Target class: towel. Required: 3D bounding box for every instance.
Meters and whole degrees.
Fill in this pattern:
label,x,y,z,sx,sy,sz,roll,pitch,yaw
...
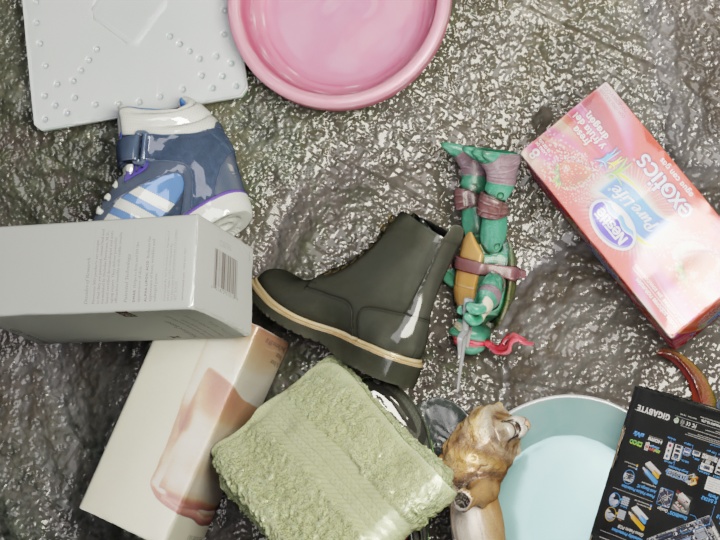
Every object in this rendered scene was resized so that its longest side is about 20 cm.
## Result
label,x,y,z,sx,sy,sz,roll,pitch,yaw
towel,-0.026,0.162,1.614,0.148,0.037,0.200,-42,47,-4

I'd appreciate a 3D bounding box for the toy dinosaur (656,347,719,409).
label,x,y,z,sx,sy,sz,roll,pitch,yaw
toy dinosaur,0.304,0.189,1.659,0.200,0.105,0.183,29,97,45

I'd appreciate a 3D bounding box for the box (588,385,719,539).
label,x,y,z,sx,sy,sz,roll,pitch,yaw
box,0.271,0.209,1.578,0.199,0.049,0.200,15,90,47

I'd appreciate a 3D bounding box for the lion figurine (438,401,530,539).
label,x,y,z,sx,sy,sz,roll,pitch,yaw
lion figurine,0.099,0.213,1.651,0.072,0.122,0.202,0,97,26

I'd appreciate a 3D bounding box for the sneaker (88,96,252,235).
label,x,y,z,sx,sy,sz,roll,pitch,yaw
sneaker,-0.201,-0.068,1.783,0.199,0.081,0.147,-28,71,7

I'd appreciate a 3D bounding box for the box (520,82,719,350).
label,x,y,z,sx,sy,sz,roll,pitch,yaw
box,0.232,-0.043,1.681,0.094,0.103,0.200,-39,78,3

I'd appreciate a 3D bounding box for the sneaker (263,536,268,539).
label,x,y,z,sx,sy,sz,roll,pitch,yaw
sneaker,-0.071,0.258,1.640,0.073,0.080,0.201,18,64,15

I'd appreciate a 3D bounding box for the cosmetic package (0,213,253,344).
label,x,y,z,sx,sy,sz,roll,pitch,yaw
cosmetic package,-0.199,0.009,1.655,0.198,0.113,0.082,-5,74,23

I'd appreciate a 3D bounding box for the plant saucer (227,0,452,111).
label,x,y,z,sx,sy,sz,roll,pitch,yaw
plant saucer,-0.016,-0.235,1.785,0.199,0.051,0.202,-2,80,10

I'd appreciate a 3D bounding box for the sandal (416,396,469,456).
label,x,y,z,sx,sy,sz,roll,pitch,yaw
sandal,0.030,0.199,1.707,0.075,0.048,0.202,23,86,14

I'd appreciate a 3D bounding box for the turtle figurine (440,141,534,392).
label,x,y,z,sx,sy,sz,roll,pitch,yaw
turtle figurine,0.088,-0.004,1.707,0.149,0.100,0.202,13,96,54

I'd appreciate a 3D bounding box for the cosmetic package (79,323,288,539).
label,x,y,z,sx,sy,sz,roll,pitch,yaw
cosmetic package,-0.147,0.130,1.725,0.087,0.103,0.201,23,87,15

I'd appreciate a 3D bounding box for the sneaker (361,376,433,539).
label,x,y,z,sx,sy,sz,roll,pitch,yaw
sneaker,0.025,0.179,1.650,0.076,0.084,0.202,-8,69,2

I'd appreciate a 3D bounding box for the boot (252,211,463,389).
label,x,y,z,sx,sy,sz,roll,pitch,yaw
boot,0.000,0.000,1.698,0.199,0.077,0.139,26,97,39

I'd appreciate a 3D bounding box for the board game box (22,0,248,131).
label,x,y,z,sx,sy,sz,roll,pitch,yaw
board game box,-0.205,-0.236,1.834,0.198,0.026,0.202,-9,80,9

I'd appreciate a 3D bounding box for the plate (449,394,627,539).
label,x,y,z,sx,sy,sz,roll,pitch,yaw
plate,0.174,0.204,1.691,0.198,0.026,0.202,-2,81,11
